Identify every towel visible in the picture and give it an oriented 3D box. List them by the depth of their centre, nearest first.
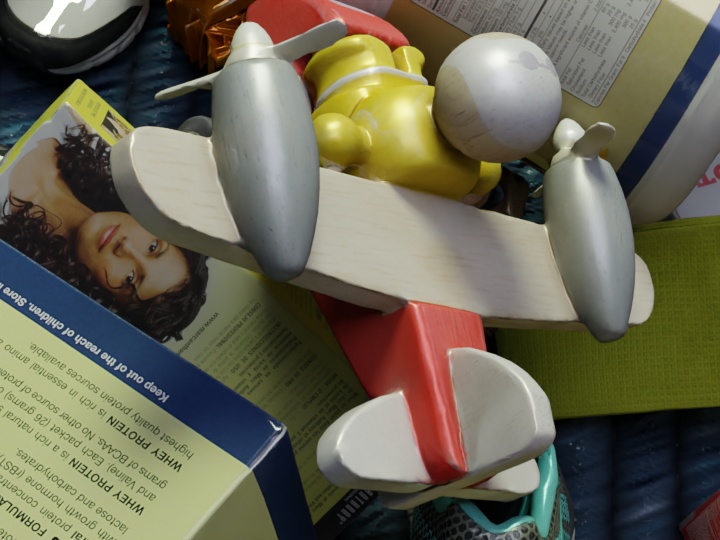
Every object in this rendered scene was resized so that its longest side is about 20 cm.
[{"bbox_3d":[0.157,0.019,0.773,0.198,0.018,0.087,-6,93,15],"label":"towel"}]

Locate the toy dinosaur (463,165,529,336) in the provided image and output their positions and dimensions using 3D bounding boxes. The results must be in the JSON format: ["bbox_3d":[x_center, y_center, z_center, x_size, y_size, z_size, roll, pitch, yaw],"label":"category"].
[{"bbox_3d":[0.000,0.000,0.760,0.199,0.086,0.136,21,89,2],"label":"toy dinosaur"}]

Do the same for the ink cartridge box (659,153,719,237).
[{"bbox_3d":[0.169,-0.099,0.872,0.144,0.084,0.201,-13,66,-18],"label":"ink cartridge box"}]

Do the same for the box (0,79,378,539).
[{"bbox_3d":[-0.065,0.020,0.700,0.200,0.050,0.075,42,102,-14],"label":"box"}]

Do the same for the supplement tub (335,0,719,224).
[{"bbox_3d":[0.073,-0.126,0.733,0.199,0.145,0.145,30,60,1],"label":"supplement tub"}]

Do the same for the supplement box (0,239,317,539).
[{"bbox_3d":[-0.152,0.111,0.617,0.199,0.135,0.200,30,64,24],"label":"supplement box"}]

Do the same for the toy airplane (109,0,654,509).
[{"bbox_3d":[0.022,-0.017,0.614,0.199,0.141,0.200,39,27,-4],"label":"toy airplane"}]

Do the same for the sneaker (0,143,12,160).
[{"bbox_3d":[-0.191,-0.014,0.759,0.198,0.071,0.083,-15,53,-21],"label":"sneaker"}]

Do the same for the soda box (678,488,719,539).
[{"bbox_3d":[0.210,0.182,0.743,0.069,0.064,0.201,-10,66,-18],"label":"soda box"}]

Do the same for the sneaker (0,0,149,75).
[{"bbox_3d":[-0.114,-0.181,0.854,0.073,0.080,0.201,30,61,2],"label":"sneaker"}]

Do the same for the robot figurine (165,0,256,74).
[{"bbox_3d":[-0.006,-0.179,0.846,0.199,0.145,0.058,-29,58,-15],"label":"robot figurine"}]

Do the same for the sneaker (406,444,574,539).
[{"bbox_3d":[0.057,0.091,0.701,0.077,0.092,0.200,11,23,1],"label":"sneaker"}]
